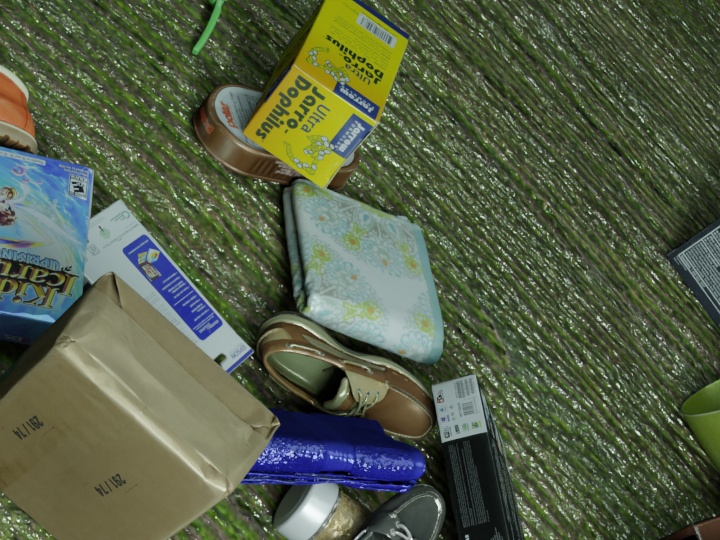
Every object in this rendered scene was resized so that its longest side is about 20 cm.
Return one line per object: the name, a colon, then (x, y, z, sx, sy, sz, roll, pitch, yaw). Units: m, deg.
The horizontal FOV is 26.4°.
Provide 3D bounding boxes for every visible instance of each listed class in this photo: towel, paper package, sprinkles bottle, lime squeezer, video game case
towel: (0.000, 0.000, 1.626, 0.171, 0.048, 0.200, 19, 39, -27)
towel: (-0.056, 0.164, 1.402, 0.200, 0.148, 0.050, 9, 95, -21)
paper package: (-0.204, 0.131, 1.257, 0.191, 0.200, 0.103, 43, 42, -8)
sprinkles bottle: (0.014, 0.269, 1.443, 0.200, 0.068, 0.068, 38, 43, -14)
lime squeezer: (-0.175, -0.330, 1.748, 0.071, 0.038, 0.200, 7, 57, -37)
video game case: (-0.341, -0.032, 1.349, 0.200, 0.045, 0.181, 12, 53, -20)

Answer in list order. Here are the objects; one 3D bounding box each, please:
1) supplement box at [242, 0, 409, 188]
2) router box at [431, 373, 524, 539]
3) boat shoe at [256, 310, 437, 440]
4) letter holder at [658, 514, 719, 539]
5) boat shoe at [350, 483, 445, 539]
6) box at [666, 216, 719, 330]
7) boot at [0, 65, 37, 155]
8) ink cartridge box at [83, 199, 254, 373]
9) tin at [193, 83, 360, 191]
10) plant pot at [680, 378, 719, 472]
supplement box: (-0.034, -0.203, 1.660, 0.109, 0.109, 0.200, 33, 36, -11)
router box: (0.123, 0.225, 1.512, 0.149, 0.051, 0.200, 64, 14, -52)
boat shoe: (-0.018, 0.117, 1.514, 0.200, 0.076, 0.074, 28, 24, -11)
letter holder: (0.424, 0.347, 1.715, 0.200, 0.101, 0.142, -6, 66, -43)
boat shoe: (0.008, 0.270, 1.374, 0.200, 0.057, 0.067, -40, 100, -15)
box: (0.552, -0.006, 2.012, 0.123, 0.198, 0.200, -28, 81, -48)
boot: (-0.392, -0.166, 1.419, 0.200, 0.075, 0.107, 26, 43, -36)
ink cartridge box: (-0.200, 0.034, 1.455, 0.200, 0.039, 0.099, 48, 41, 1)
tin: (-0.088, -0.147, 1.676, 0.200, 0.042, 0.112, 9, 42, -36)
plant pot: (0.511, 0.223, 1.840, 0.187, 0.187, 0.200, -27, 93, -48)
